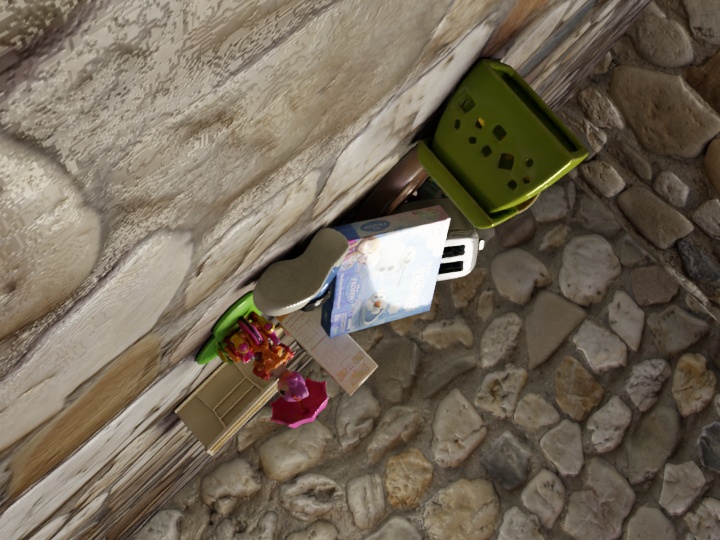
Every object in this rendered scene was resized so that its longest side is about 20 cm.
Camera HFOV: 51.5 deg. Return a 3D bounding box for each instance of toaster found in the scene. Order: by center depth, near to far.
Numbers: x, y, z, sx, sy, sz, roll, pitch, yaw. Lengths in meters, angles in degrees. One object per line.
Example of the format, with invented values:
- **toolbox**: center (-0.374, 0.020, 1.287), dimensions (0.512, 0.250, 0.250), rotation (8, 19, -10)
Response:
- **toaster**: center (0.125, -0.055, 1.372), dimensions (0.197, 0.130, 0.115), rotation (-6, 127, -11)

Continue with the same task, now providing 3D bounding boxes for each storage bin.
- **storage bin**: center (-0.238, 0.236, 1.390), dimensions (0.198, 0.094, 0.200), rotation (-44, 174, -17)

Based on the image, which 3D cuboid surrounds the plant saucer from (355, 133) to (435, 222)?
- **plant saucer**: center (0.071, -0.146, 1.263), dimensions (0.200, 0.034, 0.200), rotation (-46, 174, -6)

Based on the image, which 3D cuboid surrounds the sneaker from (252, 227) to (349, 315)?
- **sneaker**: center (-0.092, 0.028, 1.044), dimensions (0.200, 0.076, 0.112), rotation (-50, 171, -50)

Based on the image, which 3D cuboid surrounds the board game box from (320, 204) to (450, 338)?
- **board game box**: center (0.038, 0.003, 1.210), dimensions (0.196, 0.044, 0.202), rotation (-14, 134, -24)

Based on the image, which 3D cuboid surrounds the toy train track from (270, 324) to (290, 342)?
- **toy train track**: center (-0.169, 0.143, 1.557), dimensions (0.115, 0.033, 0.200), rotation (-41, 174, -45)

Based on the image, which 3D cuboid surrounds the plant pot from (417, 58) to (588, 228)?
- **plant pot**: center (0.211, -0.185, 1.147), dimensions (0.182, 0.199, 0.200), rotation (-45, 171, 26)

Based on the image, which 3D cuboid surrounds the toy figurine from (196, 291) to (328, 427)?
- **toy figurine**: center (-0.121, 0.139, 1.077), dimensions (0.150, 0.184, 0.200), rotation (-43, 174, -20)

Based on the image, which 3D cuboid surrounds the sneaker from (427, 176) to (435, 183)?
- **sneaker**: center (0.195, -0.206, 1.540), dimensions (0.200, 0.079, 0.130), rotation (-49, 175, 20)

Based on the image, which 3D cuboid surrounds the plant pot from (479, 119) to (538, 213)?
- **plant pot**: center (0.236, -0.203, 1.438), dimensions (0.200, 0.201, 0.141), rotation (-43, -161, -21)

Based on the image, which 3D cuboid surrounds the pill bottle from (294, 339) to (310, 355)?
- **pill bottle**: center (-0.062, 0.096, 1.651), dimensions (0.200, 0.106, 0.106), rotation (-50, 173, 38)

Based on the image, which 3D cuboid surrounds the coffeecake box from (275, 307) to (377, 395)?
- **coffeecake box**: center (-0.064, 0.124, 1.327), dimensions (0.073, 0.200, 0.154), rotation (-44, 174, -6)

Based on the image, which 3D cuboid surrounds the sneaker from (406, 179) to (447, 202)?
- **sneaker**: center (0.123, -0.106, 1.508), dimensions (0.074, 0.087, 0.201), rotation (-31, 155, -37)
